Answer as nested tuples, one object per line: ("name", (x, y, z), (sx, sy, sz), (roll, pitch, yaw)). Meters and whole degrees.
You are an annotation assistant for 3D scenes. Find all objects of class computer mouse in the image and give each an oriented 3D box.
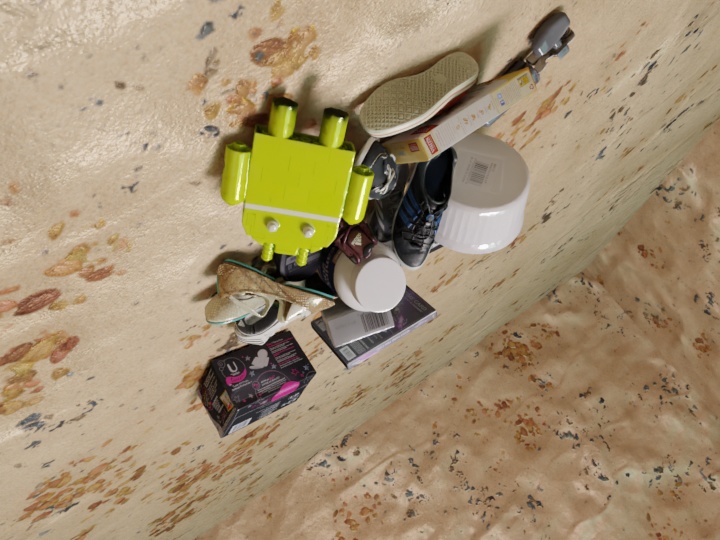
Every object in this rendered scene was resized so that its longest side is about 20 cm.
("computer mouse", (-0.089, -0.070, 0.914), (0.137, 0.053, 0.203), (-23, 143, -32))

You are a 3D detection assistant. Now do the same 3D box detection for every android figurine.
("android figurine", (-0.077, -0.099, 0.734), (0.178, 0.041, 0.204), (9, 118, -14))

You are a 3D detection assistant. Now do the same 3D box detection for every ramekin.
("ramekin", (0.192, -0.139, 1.039), (0.198, 0.201, 0.099), (-29, 151, -21))

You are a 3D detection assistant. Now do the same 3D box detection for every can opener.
("can opener", (0.254, -0.324, 0.973), (0.199, 0.054, 0.067), (-42, 127, 12))

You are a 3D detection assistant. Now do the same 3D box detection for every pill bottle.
("pill bottle", (0.000, 0.000, 0.980), (0.110, 0.112, 0.200), (-34, -160, -8))

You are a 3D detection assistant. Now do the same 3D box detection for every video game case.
("video game case", (0.023, 0.090, 1.130), (0.197, 0.143, 0.019), (-27, 129, -20))

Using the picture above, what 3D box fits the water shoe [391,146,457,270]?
("water shoe", (0.096, -0.097, 0.933), (0.079, 0.070, 0.205), (-122, -136, -77))

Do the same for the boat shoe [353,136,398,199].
("boat shoe", (0.024, -0.136, 0.846), (0.076, 0.060, 0.200), (-56, 179, 13))

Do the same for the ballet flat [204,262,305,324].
("ballet flat", (-0.170, 0.025, 0.981), (0.198, 0.067, 0.064), (-23, 129, -45))

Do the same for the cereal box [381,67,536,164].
("cereal box", (0.138, -0.220, 0.884), (0.198, 0.040, 0.143), (-33, -164, -14))

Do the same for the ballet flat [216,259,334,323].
("ballet flat", (-0.131, 0.044, 0.931), (0.197, 0.067, 0.070), (19, 166, -25))

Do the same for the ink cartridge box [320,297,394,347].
("ink cartridge box", (-0.013, 0.078, 1.081), (0.107, 0.051, 0.200), (-18, -174, -7))

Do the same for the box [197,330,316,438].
("box", (-0.213, 0.228, 1.243), (0.197, 0.116, 0.133), (-18, 154, -41))

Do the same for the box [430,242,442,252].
("box", (0.167, -0.112, 1.255), (0.156, 0.050, 0.201), (-25, 156, -32))

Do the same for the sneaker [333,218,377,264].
("sneaker", (-0.027, -0.075, 0.816), (0.076, 0.116, 0.200), (-43, 149, 2))

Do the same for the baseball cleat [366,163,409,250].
("baseball cleat", (0.060, -0.099, 1.010), (0.069, 0.107, 0.202), (-25, 153, -21))

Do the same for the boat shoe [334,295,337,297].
("boat shoe", (0.024, -0.007, 1.204), (0.197, 0.075, 0.061), (-30, 159, -13))

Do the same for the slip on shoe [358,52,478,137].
("slip on shoe", (0.080, -0.229, 0.828), (0.198, 0.074, 0.061), (-34, 164, -24))

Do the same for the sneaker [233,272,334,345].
("sneaker", (-0.145, 0.071, 1.111), (0.198, 0.077, 0.115), (-24, 168, -27))
